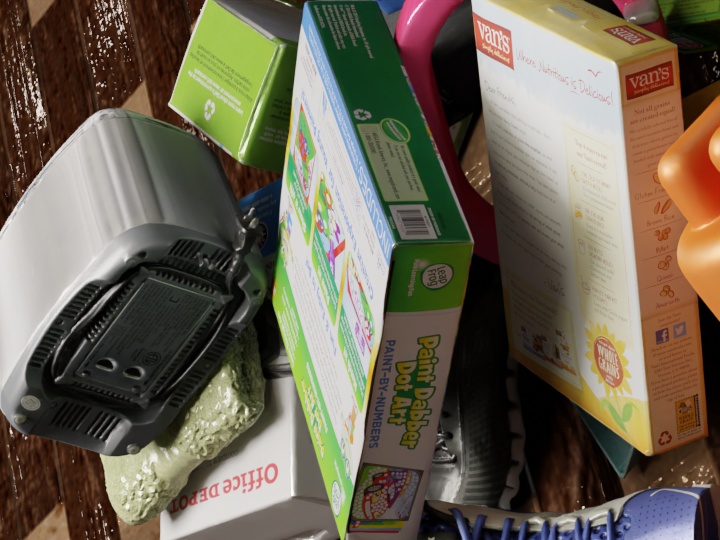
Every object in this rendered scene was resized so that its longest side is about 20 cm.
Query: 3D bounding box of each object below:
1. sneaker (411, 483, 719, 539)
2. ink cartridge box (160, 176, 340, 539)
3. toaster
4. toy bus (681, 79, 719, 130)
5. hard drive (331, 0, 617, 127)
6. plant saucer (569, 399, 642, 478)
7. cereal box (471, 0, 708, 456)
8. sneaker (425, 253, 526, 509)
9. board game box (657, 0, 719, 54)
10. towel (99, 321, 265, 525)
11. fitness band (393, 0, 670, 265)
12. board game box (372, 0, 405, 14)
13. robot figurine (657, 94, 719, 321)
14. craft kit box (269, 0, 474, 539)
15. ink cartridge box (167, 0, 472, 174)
[{"bbox_3d":[0.089,0.156,1.207,0.199,0.115,0.081,-21,64,49],"label":"sneaker"},{"bbox_3d":[-0.052,0.063,1.452,0.144,0.084,0.201,-25,60,48],"label":"ink cartridge box"},{"bbox_3d":[-0.136,-0.001,1.363,0.200,0.113,0.130,-52,40,28],"label":"toaster"},{"bbox_3d":[0.226,-0.072,1.123,0.200,0.078,0.066,-26,59,50],"label":"toy bus"},{"bbox_3d":[0.067,-0.166,1.267,0.200,0.042,0.135,-35,56,20],"label":"hard drive"},{"bbox_3d":[0.138,0.019,1.186,0.070,0.019,0.201,59,156,33],"label":"plant saucer"},{"bbox_3d":[0.109,-0.029,1.142,0.144,0.039,0.201,-141,40,-58],"label":"cereal box"},{"bbox_3d":[0.048,0.060,1.313,0.066,0.090,0.201,5,83,54],"label":"sneaker"},{"bbox_3d":[0.223,-0.172,1.188,0.199,0.047,0.102,-3,76,53],"label":"board game box"},{"bbox_3d":[-0.117,0.039,1.446,0.148,0.036,0.201,-43,46,35],"label":"towel"},{"bbox_3d":[0.094,-0.084,1.230,0.143,0.201,0.038,-11,36,9],"label":"fitness band"},{"bbox_3d":[0.062,-0.249,1.247,0.151,0.045,0.201,-21,53,27],"label":"board game box"},{"bbox_3d":[0.218,0.007,1.037,0.144,0.200,0.117,-35,10,22],"label":"robot figurine"},{"bbox_3d":[0.000,0.000,1.205,0.201,0.048,0.198,-108,23,-47],"label":"craft kit box"},{"bbox_3d":[-0.046,-0.117,1.449,0.200,0.147,0.076,37,109,53],"label":"ink cartridge box"}]
